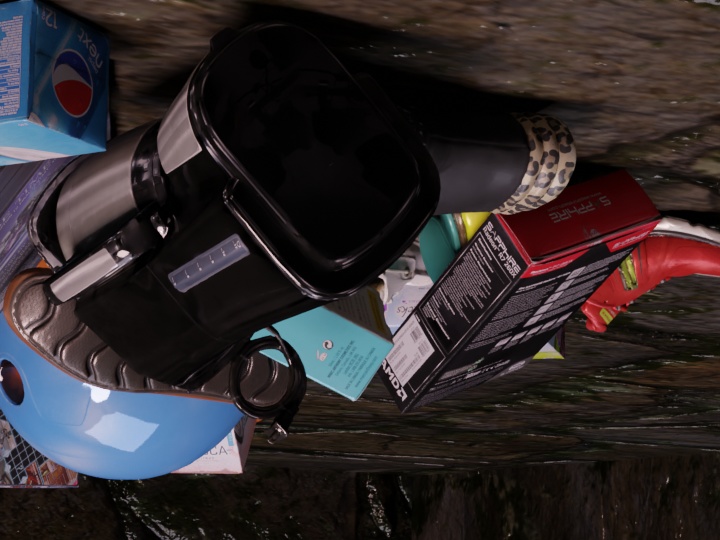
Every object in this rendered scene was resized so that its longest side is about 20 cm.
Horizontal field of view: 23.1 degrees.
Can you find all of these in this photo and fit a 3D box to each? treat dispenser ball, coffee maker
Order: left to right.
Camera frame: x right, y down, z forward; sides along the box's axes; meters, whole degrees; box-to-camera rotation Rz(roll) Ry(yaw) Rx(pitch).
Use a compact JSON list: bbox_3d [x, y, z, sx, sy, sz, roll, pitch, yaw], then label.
[{"bbox_3d":[-0.167,0.048,1.254,0.200,0.201,0.201,0,169,0],"label":"treat dispenser ball"},{"bbox_3d":[-0.052,-0.018,0.931,0.192,0.135,0.200,32,151,-22],"label":"coffee maker"}]

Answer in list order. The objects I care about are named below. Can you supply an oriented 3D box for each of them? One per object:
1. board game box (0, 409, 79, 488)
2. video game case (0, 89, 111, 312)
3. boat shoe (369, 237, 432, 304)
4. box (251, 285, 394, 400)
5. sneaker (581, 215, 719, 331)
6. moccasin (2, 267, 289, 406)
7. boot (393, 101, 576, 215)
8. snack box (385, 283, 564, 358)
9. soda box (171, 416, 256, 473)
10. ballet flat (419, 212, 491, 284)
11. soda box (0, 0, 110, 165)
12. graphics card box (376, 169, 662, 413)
[{"bbox_3d":[-0.282,0.066,1.353,0.135,0.200,0.035,4,169,-16],"label":"board game box"},{"bbox_3d":[-0.193,-0.035,1.024,0.019,0.143,0.200,35,167,1],"label":"video game case"},{"bbox_3d":[0.000,0.000,1.350,0.071,0.069,0.200,-8,167,31],"label":"boat shoe"},{"bbox_3d":[-0.078,0.004,1.108,0.200,0.049,0.082,28,-163,-17],"label":"box"},{"bbox_3d":[0.192,0.004,1.327,0.200,0.085,0.077,0,171,3],"label":"sneaker"},{"bbox_3d":[-0.134,0.034,1.117,0.201,0.074,0.078,9,-161,-34],"label":"moccasin"},{"bbox_3d":[0.018,-0.056,1.055,0.153,0.074,0.203,2,171,-26],"label":"boot"},{"bbox_3d":[0.083,0.035,1.545,0.168,0.068,0.200,-2,167,16],"label":"snack box"},{"bbox_3d":[-0.116,0.083,1.490,0.063,0.200,0.069,-2,124,9],"label":"soda box"},{"bbox_3d":[0.084,-0.028,1.241,0.067,0.067,0.200,-21,169,-6],"label":"ballet flat"},{"bbox_3d":[-0.230,-0.087,0.912,0.200,0.064,0.068,-5,168,27],"label":"soda box"},{"bbox_3d":[0.103,0.016,1.206,0.125,0.051,0.200,-19,157,-35],"label":"graphics card box"}]
